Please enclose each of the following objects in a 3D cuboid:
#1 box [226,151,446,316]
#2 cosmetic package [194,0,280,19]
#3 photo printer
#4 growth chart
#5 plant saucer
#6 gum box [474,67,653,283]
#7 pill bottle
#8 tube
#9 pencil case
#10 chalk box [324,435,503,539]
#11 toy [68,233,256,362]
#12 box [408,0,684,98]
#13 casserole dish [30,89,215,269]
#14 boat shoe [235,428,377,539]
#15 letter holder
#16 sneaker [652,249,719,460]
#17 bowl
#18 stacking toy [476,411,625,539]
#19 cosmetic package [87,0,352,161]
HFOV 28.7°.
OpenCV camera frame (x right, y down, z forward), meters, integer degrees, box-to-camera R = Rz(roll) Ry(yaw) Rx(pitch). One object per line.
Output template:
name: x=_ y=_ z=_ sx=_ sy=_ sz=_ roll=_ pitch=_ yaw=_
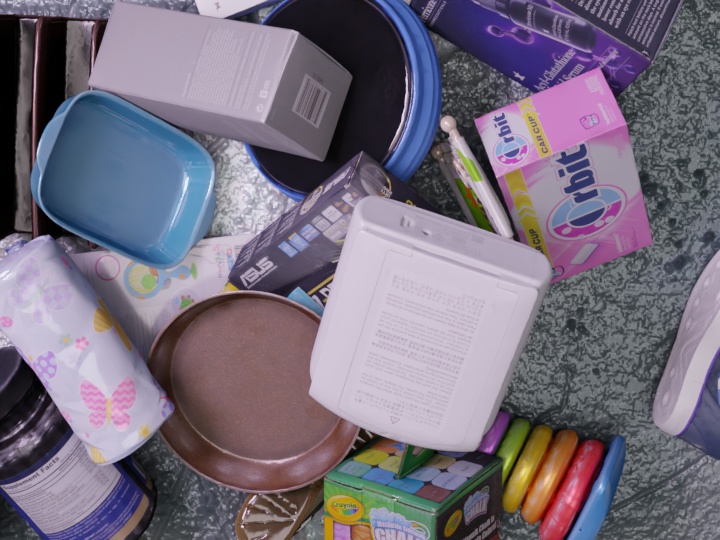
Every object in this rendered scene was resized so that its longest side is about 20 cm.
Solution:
box: x=0.000 y=0.000 z=1.229 sx=0.161 sy=0.049 sz=0.199 roll=39 pitch=138 yaw=-16
cosmetic package: x=-0.072 y=-0.321 z=1.239 sx=0.197 sy=0.052 sz=0.153 roll=-19 pitch=94 yaw=5
photo printer: x=0.049 y=0.054 z=1.145 sx=0.164 sy=0.070 sz=0.202 roll=18 pitch=123 yaw=2
growth chart: x=0.102 y=-0.058 z=1.214 sx=0.018 sy=0.200 sz=0.146 roll=-28 pitch=90 yaw=-1
plant saucer: x=-0.092 y=0.104 z=1.250 sx=0.197 sy=0.035 sz=0.203 roll=3 pitch=115 yaw=6
gum box: x=0.180 y=-0.072 z=1.216 sx=0.112 sy=0.201 sz=0.067 roll=-22 pitch=55 yaw=6
pill bottle: x=-0.281 y=0.168 z=1.276 sx=0.111 sy=0.112 sz=0.201 roll=-31 pitch=118 yaw=7
tube: x=-0.098 y=0.095 z=1.287 sx=0.077 sy=0.051 sz=0.199 roll=38 pitch=119 yaw=-26
pencil case: x=-0.246 y=0.069 z=1.197 sx=0.090 sy=0.083 sz=0.201 roll=-34 pitch=103 yaw=5
chalk box: x=0.047 y=0.225 z=1.264 sx=0.123 sy=0.124 sz=0.203 roll=11 pitch=111 yaw=32
toy: x=-0.188 y=0.033 z=1.312 sx=0.197 sy=0.047 sz=0.117 roll=-6 pitch=96 yaw=-2
box: x=0.157 y=-0.236 z=1.187 sx=0.198 sy=0.148 sz=0.105 roll=29 pitch=71 yaw=-2
casserole dish: x=-0.209 y=-0.079 z=1.226 sx=0.199 sy=0.039 sz=0.123 roll=27 pitch=81 yaw=-45
boat shoe: x=-0.046 y=0.180 z=1.325 sx=0.073 sy=0.065 sz=0.200 roll=41 pitch=81 yaw=5
letter holder: x=-0.278 y=-0.121 z=1.238 sx=0.099 sy=0.142 sz=0.203 roll=3 pitch=100 yaw=2
sneaker: x=0.368 y=0.081 z=1.290 sx=0.145 sy=0.081 sz=0.202 roll=21 pitch=97 yaw=-10
bowl: x=-0.024 y=-0.153 z=1.229 sx=0.198 sy=0.039 sz=0.204 roll=-1 pitch=89 yaw=30
stacking toy: x=0.139 y=0.176 z=1.307 sx=0.198 sy=0.110 sz=0.117 roll=26 pitch=116 yaw=9
cosmetic package: x=-0.121 y=-0.162 z=1.196 sx=0.198 sy=0.107 sz=0.091 roll=19 pitch=86 yaw=29
